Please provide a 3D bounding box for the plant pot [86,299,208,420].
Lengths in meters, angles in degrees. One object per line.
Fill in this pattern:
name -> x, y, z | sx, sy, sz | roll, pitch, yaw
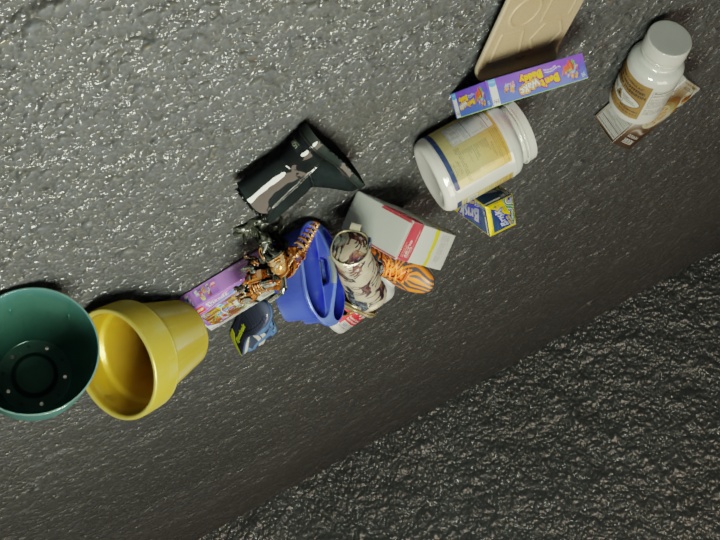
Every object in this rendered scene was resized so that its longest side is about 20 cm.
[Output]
plant pot -> -0.380, 0.141, 1.634 | 0.201, 0.202, 0.188 | -44, 170, 33

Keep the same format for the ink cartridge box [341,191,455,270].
ink cartridge box -> 0.079, -0.075, 1.779 | 0.199, 0.144, 0.085 | 11, 105, -59

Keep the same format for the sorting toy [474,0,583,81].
sorting toy -> 0.285, -0.415, 1.495 | 0.182, 0.037, 0.201 | -21, 152, -24

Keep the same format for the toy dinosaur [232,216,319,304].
toy dinosaur -> -0.153, -0.023, 1.628 | 0.198, 0.137, 0.102 | -29, 158, -2

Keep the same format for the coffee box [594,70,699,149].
coffee box -> 0.624, -0.366, 1.971 | 0.200, 0.081, 0.113 | -43, 155, 28

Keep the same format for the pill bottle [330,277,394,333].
pill bottle -> 0.003, 0.041, 1.999 | 0.199, 0.113, 0.112 | -36, 158, 13

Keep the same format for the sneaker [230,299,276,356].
sneaker -> -0.217, 0.109, 1.925 | 0.081, 0.075, 0.200 | -19, 163, -30

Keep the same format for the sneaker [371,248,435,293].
sneaker -> 0.059, 0.003, 1.854 | 0.112, 0.197, 0.079 | -66, -179, -70

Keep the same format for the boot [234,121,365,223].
boot -> -0.100, -0.145, 1.508 | 0.167, 0.077, 0.200 | -39, 150, 12

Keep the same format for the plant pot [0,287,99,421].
plant pot -> -0.526, 0.149, 1.453 | 0.198, 0.204, 0.161 | -19, 168, -25

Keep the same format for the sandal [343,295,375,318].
sandal -> -0.064, 0.068, 1.910 | 0.196, 0.081, 0.055 | 14, 112, -5

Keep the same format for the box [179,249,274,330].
box -> -0.240, 0.036, 1.773 | 0.198, 0.039, 0.137 | -31, 159, 1

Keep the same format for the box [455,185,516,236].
box -> 0.222, -0.144, 1.766 | 0.063, 0.200, 0.071 | -24, 123, -15

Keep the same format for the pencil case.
pencil case -> 0.000, 0.000, 1.706 | 0.090, 0.077, 0.201 | -59, 156, -21

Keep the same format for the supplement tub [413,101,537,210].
supplement tub -> 0.213, -0.217, 1.671 | 0.198, 0.146, 0.145 | -28, 159, -5

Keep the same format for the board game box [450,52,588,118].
board game box -> 0.273, -0.320, 1.567 | 0.197, 0.046, 0.134 | -20, -172, -19

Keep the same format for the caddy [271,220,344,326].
caddy -> -0.089, 0.009, 1.706 | 0.103, 0.204, 0.141 | -15, 166, 27

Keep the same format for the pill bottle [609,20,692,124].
pill bottle -> 0.580, -0.395, 1.803 | 0.113, 0.116, 0.201 | -23, 157, -16
